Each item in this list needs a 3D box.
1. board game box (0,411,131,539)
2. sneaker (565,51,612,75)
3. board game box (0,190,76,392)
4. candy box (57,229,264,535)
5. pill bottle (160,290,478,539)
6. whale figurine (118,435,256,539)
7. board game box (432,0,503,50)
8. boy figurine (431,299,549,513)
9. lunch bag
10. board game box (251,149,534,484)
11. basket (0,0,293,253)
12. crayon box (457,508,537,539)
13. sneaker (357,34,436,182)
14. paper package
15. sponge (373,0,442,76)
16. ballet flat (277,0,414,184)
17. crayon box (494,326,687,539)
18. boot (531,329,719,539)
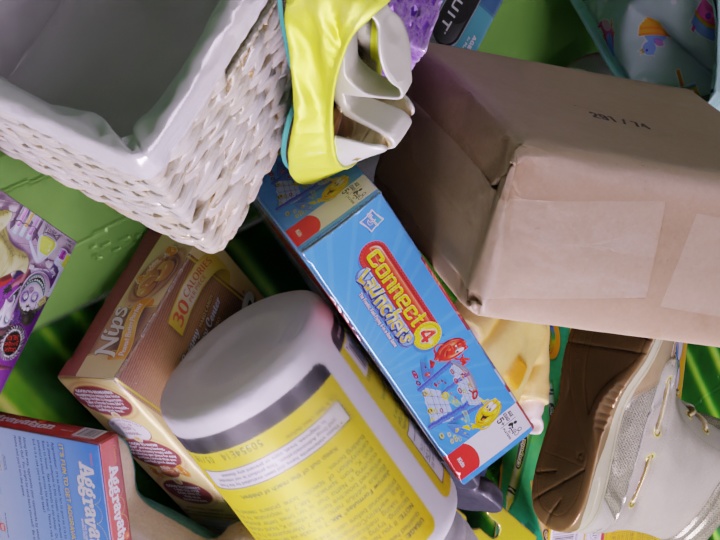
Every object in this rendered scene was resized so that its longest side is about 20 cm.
[{"bbox_3d":[-0.172,0.182,1.326,0.019,0.103,0.201,-27,118,-50],"label":"board game box"},{"bbox_3d":[0.148,-0.092,1.485,0.200,0.081,0.088,-63,173,-50],"label":"sneaker"},{"bbox_3d":[-0.235,0.000,1.234,0.120,0.032,0.200,-61,151,-5],"label":"board game box"},{"bbox_3d":[-0.083,0.081,1.390,0.200,0.055,0.116,52,54,-36],"label":"candy box"},{"bbox_3d":[-0.016,0.120,1.319,0.114,0.114,0.200,-44,113,-22],"label":"pill bottle"},{"bbox_3d":[-0.122,0.186,1.380,0.159,0.104,0.200,-31,102,13],"label":"whale figurine"},{"bbox_3d":[0.025,-0.237,1.419,0.200,0.047,0.151,35,78,-39],"label":"board game box"},{"bbox_3d":[0.096,0.059,1.501,0.124,0.064,0.200,52,55,-42],"label":"boy figurine"},{"bbox_3d":[0.243,-0.161,1.506,0.170,0.200,0.122,12,128,-39],"label":"lunch bag"},{"bbox_3d":[0.000,0.000,1.355,0.056,0.200,0.196,-36,124,-3],"label":"board game box"},{"bbox_3d":[-0.120,-0.144,1.198,0.199,0.200,0.161,-60,159,-11],"label":"basket"},{"bbox_3d":[0.021,0.227,1.527,0.127,0.051,0.200,44,74,-37],"label":"crayon box"},{"bbox_3d":[0.031,-0.071,1.460,0.080,0.071,0.201,-17,134,6],"label":"sneaker"},{"bbox_3d":[0.129,-0.045,1.305,0.199,0.191,0.104,7,111,-23],"label":"paper package"},{"bbox_3d":[0.021,-0.147,1.285,0.030,0.200,0.112,20,75,-6],"label":"sponge"},{"bbox_3d":[-0.005,-0.095,1.171,0.067,0.067,0.200,-59,164,-27],"label":"ballet flat"},{"bbox_3d":[0.163,0.111,1.609,0.119,0.058,0.201,-3,102,-39],"label":"crayon box"},{"bbox_3d":[0.209,0.089,1.556,0.154,0.072,0.201,14,97,-39],"label":"boot"}]
